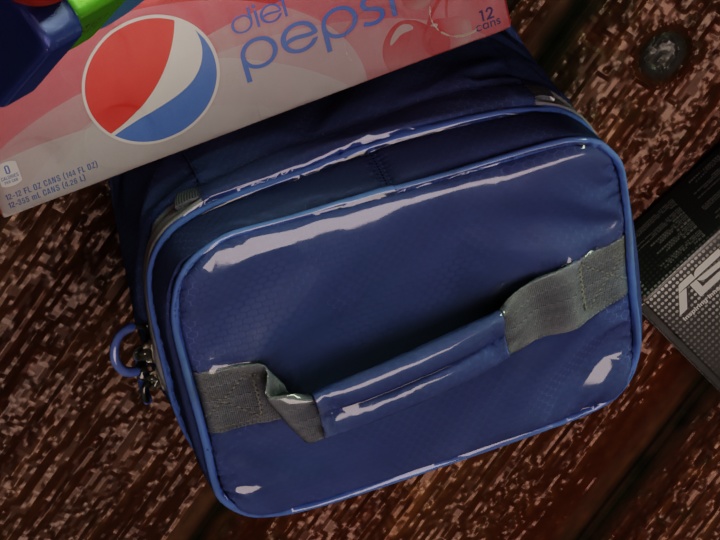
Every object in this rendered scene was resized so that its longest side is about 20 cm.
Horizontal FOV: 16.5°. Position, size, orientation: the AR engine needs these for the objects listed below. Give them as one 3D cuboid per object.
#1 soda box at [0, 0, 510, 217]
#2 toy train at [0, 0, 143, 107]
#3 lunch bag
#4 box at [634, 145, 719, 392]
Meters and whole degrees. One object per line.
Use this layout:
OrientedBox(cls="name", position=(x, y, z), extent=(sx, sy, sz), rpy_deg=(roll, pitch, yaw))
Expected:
OrientedBox(cls="soda box", position=(-0.051, -0.093, 0.890), extent=(0.199, 0.063, 0.070), rpy_deg=(-21, 124, -8))
OrientedBox(cls="toy train", position=(-0.131, -0.163, 0.810), extent=(0.116, 0.085, 0.200), rpy_deg=(-34, 88, -36))
OrientedBox(cls="lunch bag", position=(0.000, 0.000, 0.923), extent=(0.199, 0.132, 0.136), rpy_deg=(-19, 124, -11))
OrientedBox(cls="box", position=(0.224, -0.018, 1.054), extent=(0.200, 0.044, 0.160), rpy_deg=(-42, 125, 6))
